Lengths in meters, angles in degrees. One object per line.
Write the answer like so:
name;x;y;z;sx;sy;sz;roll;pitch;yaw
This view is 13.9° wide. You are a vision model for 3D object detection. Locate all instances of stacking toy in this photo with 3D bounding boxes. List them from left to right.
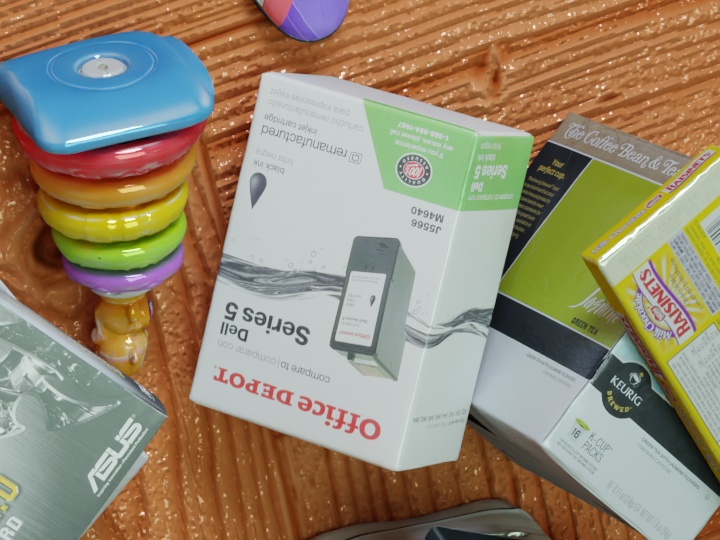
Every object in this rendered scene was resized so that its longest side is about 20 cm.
stacking toy;-0.137;-0.026;1.665;0.109;0.116;0.201;-14;121;-20

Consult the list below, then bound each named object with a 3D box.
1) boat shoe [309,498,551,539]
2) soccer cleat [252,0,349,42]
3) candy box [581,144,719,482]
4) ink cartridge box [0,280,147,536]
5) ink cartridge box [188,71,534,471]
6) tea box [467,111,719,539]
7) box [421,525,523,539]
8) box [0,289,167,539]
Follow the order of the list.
boat shoe;0.029;0.191;1.818;0.199;0.065;0.074;-20;112;-21
soccer cleat;-0.040;-0.221;1.665;0.068;0.073;0.201;-19;111;-21
candy box;0.211;0.037;1.661;0.102;0.026;0.200;-38;116;-11
ink cartridge box;-0.239;0.094;1.629;0.176;0.045;0.200;-49;112;-26
ink cartridge box;0.000;0.000;1.698;0.084;0.145;0.201;-4;109;-63
tea box;0.157;0.034;1.763;0.134;0.200;0.197;39;85;-29
box;0.083;0.239;1.795;0.200;0.079;0.141;13;124;-48
box;-0.225;0.109;1.588;0.158;0.048;0.200;36;93;-20
